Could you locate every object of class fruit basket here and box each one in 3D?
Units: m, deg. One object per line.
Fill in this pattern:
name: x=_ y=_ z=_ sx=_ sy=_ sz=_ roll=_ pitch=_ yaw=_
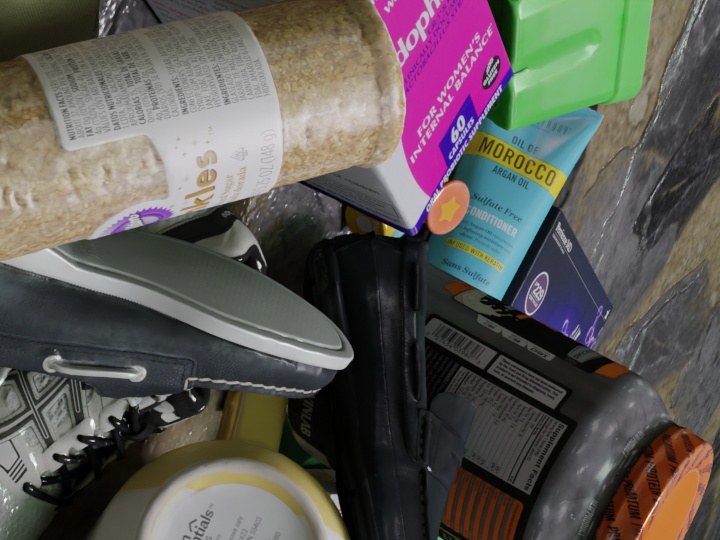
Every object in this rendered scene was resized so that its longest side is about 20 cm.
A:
fruit basket: x=0.116 y=-0.194 z=0.796 sx=0.215 sy=0.155 sz=0.217 roll=-36 pitch=143 yaw=-33

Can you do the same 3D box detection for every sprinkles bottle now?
sprinkles bottle: x=-0.084 y=-0.046 z=0.519 sx=0.198 sy=0.068 sz=0.069 roll=-17 pitch=132 yaw=-24

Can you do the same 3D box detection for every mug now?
mug: x=-0.074 y=0.135 z=0.703 sx=0.148 sy=0.188 sz=0.153 roll=-15 pitch=158 yaw=-19

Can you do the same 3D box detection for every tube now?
tube: x=0.077 y=-0.026 z=0.951 sx=0.202 sy=0.077 sz=0.050 roll=-64 pitch=-175 yaw=-12

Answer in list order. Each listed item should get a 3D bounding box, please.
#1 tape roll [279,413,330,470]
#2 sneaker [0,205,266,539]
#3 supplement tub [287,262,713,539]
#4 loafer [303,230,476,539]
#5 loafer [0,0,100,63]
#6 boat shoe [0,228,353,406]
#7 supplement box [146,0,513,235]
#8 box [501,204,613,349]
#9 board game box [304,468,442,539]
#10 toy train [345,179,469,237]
tape roll: x=-0.063 y=0.186 z=0.905 sx=0.200 sy=0.048 sz=0.202 roll=-44 pitch=147 yaw=-38
sneaker: x=-0.113 y=0.053 z=0.652 sx=0.201 sy=0.087 sz=0.076 roll=-62 pitch=156 yaw=-4
supplement tub: x=0.071 y=0.084 z=0.786 sx=0.122 sy=0.199 sz=0.123 roll=-42 pitch=148 yaw=-34
loafer: x=0.021 y=0.075 z=0.703 sx=0.068 sy=0.070 sz=0.203 roll=101 pitch=-19 yaw=-68
loafer: x=-0.115 y=-0.113 z=0.525 sx=0.076 sy=0.068 sz=0.202 roll=-39 pitch=144 yaw=-42
boat shoe: x=-0.098 y=0.018 z=0.592 sx=0.198 sy=0.076 sz=0.061 roll=21 pitch=106 yaw=-21
supplement box: x=-0.015 y=-0.116 z=0.679 sx=0.102 sy=0.103 sz=0.200 roll=-58 pitch=152 yaw=-12
box: x=0.097 y=0.040 z=1.057 sx=0.142 sy=0.078 sz=0.200 roll=-64 pitch=154 yaw=-10
board game box: x=0.011 y=0.186 z=0.907 sx=0.199 sy=0.034 sz=0.136 roll=10 pitch=103 yaw=-51
toy train: x=0.000 y=0.000 z=0.858 sx=0.150 sy=0.055 sz=0.202 roll=13 pitch=101 yaw=-64
